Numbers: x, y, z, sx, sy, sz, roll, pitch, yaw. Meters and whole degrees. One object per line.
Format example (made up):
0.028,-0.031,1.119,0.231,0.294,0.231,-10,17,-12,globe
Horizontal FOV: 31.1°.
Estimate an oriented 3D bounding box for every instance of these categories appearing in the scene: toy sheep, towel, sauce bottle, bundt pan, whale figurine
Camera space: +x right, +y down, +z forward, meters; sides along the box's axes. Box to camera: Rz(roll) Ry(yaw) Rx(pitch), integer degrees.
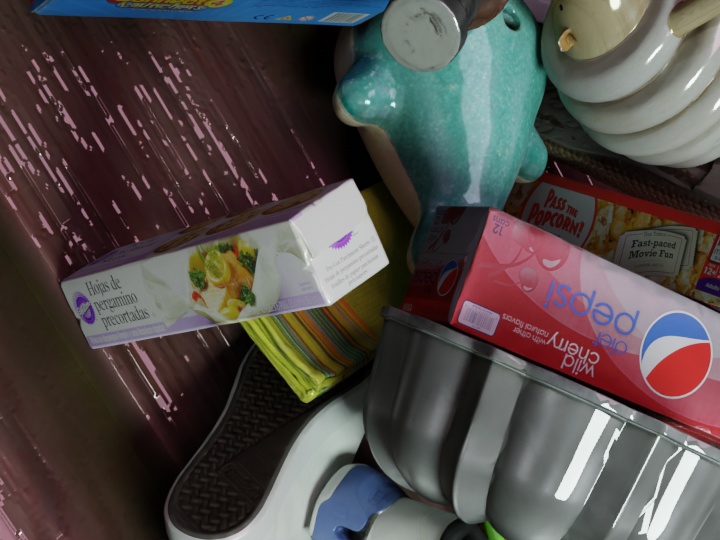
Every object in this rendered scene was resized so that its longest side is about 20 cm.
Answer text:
0.178,-0.123,0.737,0.199,0.137,0.140,32,62,-37,toy sheep
0.000,0.000,0.699,0.086,0.018,0.199,51,34,7,towel
0.059,-0.167,0.678,0.066,0.066,0.201,50,35,-19,sauce bottle
0.086,0.091,0.618,0.200,0.201,0.077,27,85,-31,bundt pan
0.059,-0.087,0.743,0.157,0.103,0.203,16,55,-35,whale figurine

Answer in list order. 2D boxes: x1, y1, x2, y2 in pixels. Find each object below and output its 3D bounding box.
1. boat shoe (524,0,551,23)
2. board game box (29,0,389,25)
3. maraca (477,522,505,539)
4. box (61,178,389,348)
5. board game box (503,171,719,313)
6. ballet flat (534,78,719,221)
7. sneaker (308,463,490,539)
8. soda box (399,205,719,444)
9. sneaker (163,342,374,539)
0.095,-0.210,0.819,0.198,0.071,0.072,10,30,-42,boat shoe
-0.078,-0.229,0.651,0.198,0.056,0.199,-7,86,-38,board game box
0.122,0.099,0.768,0.136,0.106,0.203,10,74,-36,maraca
-0.068,0.001,0.578,0.041,0.199,0.039,-33,103,-37,box
0.200,0.000,0.789,0.150,0.199,0.047,23,91,-36,board game box
0.170,-0.070,0.822,0.067,0.198,0.047,-47,152,-34,ballet flat
0.041,0.202,0.648,0.080,0.114,0.203,-28,117,-46,sneaker
0.124,0.032,0.686,0.198,0.070,0.064,24,84,-20,soda box
-0.038,0.095,0.683,0.200,0.072,0.086,-50,146,-43,sneaker
